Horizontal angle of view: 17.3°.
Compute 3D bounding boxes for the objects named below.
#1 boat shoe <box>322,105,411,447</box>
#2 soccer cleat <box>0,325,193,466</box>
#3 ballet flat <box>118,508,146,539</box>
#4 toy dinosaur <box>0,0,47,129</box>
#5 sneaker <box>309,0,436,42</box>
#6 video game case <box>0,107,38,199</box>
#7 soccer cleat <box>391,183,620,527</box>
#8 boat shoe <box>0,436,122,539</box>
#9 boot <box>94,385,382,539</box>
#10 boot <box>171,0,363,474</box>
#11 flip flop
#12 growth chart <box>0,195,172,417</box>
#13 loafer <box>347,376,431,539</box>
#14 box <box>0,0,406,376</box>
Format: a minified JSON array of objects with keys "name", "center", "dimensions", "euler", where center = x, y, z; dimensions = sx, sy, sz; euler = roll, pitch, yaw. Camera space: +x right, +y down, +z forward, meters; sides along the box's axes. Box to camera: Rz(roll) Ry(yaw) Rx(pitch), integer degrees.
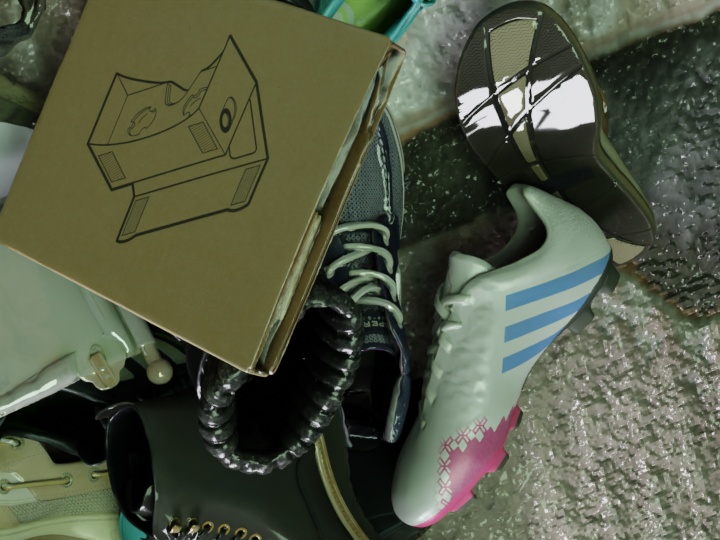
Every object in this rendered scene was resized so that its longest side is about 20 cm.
[{"name":"boat shoe","center":[0.000,0.000,1.290],"dimensions":[0.074,0.093,0.201],"euler":[-7,113,-17]},{"name":"soccer cleat","center":[-0.124,0.067,1.266],"dimensions":[0.199,0.081,0.068],"euler":[-2,129,-30]},{"name":"ballet flat","center":[-0.064,0.193,1.297],"dimensions":[0.070,0.071,0.201],"euler":[-31,99,-6]},{"name":"toy dinosaur","center":[-0.203,-0.111,1.179],"dimensions":[0.199,0.047,0.089],"euler":[13,96,-35]},{"name":"sneaker","center":[0.030,-0.169,1.242],"dimensions":[0.077,0.080,0.200],"euler":[34,95,-28]},{"name":"video game case","center":[-0.250,-0.018,1.231],"dimensions":[0.182,0.024,0.200],"euler":[39,94,-28]},{"name":"soccer cleat","center":[0.061,0.042,1.300],"dimensions":[0.086,0.070,0.201],"euler":[40,75,-23]},{"name":"boat shoe","center":[-0.193,0.114,1.279],"dimensions":[0.199,0.072,0.065],"euler":[4,95,-30]},{"name":"boot","center":[-0.060,0.149,1.224],"dimensions":[0.138,0.077,0.201],"euler":[-11,75,-47]},{"name":"boot","center":[-0.045,-0.023,1.154],"dimensions":[0.079,0.158,0.212],"euler":[2,112,-15]},{"name":"flip flop","center":[0.112,-0.078,1.322],"dimensions":[0.081,0.058,0.200],"euler":[-15,136,22]},{"name":"growth chart","center":[-0.212,0.023,1.196],"dimensions":[0.199,0.018,0.145],"euler":[-20,75,-11]},{"name":"loafer","center":[0.010,0.132,1.370],"dimensions":[0.200,0.073,0.072],"euler":[-41,159,3]},{"name":"box","center":[-0.082,-0.058,1.130],"dimensions":[0.021,0.199,0.164],"euler":[21,93,-49]}]
